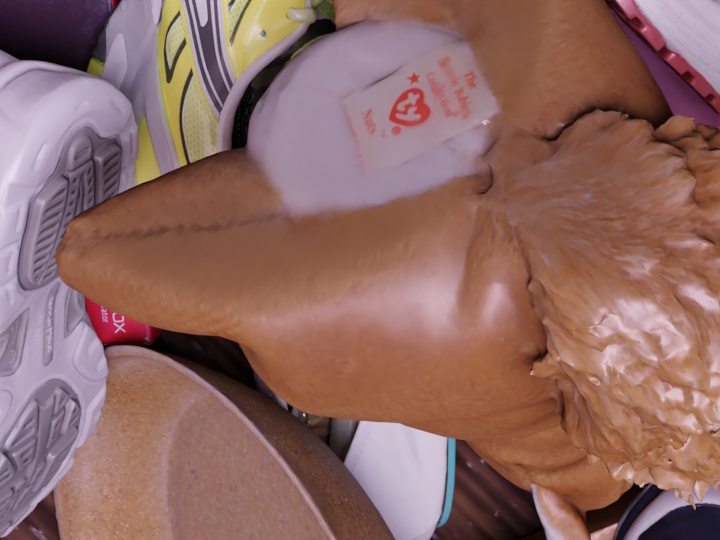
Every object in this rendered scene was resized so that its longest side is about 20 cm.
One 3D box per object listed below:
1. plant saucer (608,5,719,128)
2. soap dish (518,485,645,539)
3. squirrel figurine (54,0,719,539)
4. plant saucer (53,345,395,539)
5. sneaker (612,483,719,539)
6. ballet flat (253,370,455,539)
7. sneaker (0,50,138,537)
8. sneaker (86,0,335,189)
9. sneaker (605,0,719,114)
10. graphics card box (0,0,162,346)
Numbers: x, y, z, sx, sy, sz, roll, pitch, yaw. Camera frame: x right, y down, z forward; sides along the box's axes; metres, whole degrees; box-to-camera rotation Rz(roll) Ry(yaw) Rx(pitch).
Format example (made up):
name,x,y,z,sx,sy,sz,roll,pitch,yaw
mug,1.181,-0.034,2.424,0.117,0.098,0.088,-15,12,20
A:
name,x,y,z,sx,sy,sz,roll,pitch,yaw
plant saucer,0.141,-0.067,0.815,0.200,0.051,0.201,2,113,4
soap dish,0.117,0.136,0.881,0.200,0.081,0.157,-26,107,14
squirrel figurine,0.058,0.015,0.717,0.200,0.142,0.187,21,160,34
plant saucer,-0.029,0.111,0.855,0.035,0.200,0.200,-23,114,-30
sneaker,0.161,0.135,0.763,0.199,0.130,0.080,35,111,-9
ballet flat,0.000,0.000,0.840,0.069,0.069,0.200,5,115,3
sneaker,-0.128,0.007,0.813,0.099,0.078,0.200,33,127,21
sneaker,-0.025,-0.096,0.786,0.076,0.075,0.200,21,111,39
sneaker,0.120,-0.079,0.753,0.200,0.078,0.082,40,101,-18
graphics card box,-0.162,-0.038,0.854,0.200,0.051,0.126,-1,112,7
